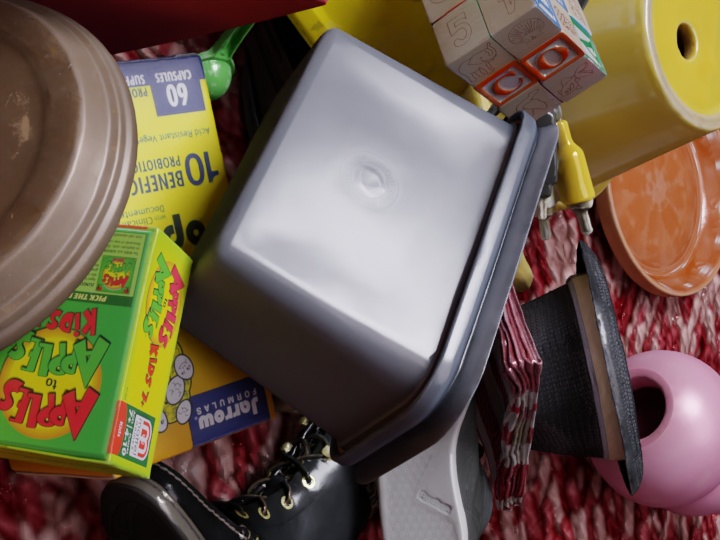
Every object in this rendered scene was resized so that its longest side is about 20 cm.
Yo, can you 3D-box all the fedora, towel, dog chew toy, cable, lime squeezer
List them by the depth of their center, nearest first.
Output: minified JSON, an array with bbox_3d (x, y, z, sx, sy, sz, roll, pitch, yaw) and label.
[{"bbox_3d":[-0.093,-0.093,0.710,0.037,0.071,0.202,13,110,-28],"label":"lime squeezer"},{"bbox_3d":[0.079,0.053,0.783,0.023,0.201,0.145,-12,55,-5],"label":"towel"},{"bbox_3d":[0.110,-0.119,0.808,0.050,0.096,0.202,-46,136,-81],"label":"cable"},{"bbox_3d":[0.140,0.075,0.864,0.201,0.091,0.203,-12,90,-82],"label":"fedora"},{"bbox_3d":[0.270,0.145,1.002,0.199,0.124,0.126,32,64,-44],"label":"dog chew toy"}]

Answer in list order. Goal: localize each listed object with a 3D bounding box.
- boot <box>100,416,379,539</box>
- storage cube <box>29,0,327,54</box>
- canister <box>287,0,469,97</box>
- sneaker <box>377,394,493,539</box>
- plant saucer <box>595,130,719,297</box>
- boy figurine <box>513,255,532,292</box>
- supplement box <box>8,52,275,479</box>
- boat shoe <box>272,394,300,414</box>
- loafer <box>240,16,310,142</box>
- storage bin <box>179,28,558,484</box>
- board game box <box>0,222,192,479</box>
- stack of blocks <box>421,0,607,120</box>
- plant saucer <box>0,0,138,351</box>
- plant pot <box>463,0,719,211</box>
[{"bbox_3d":[-0.059,0.135,0.717,0.154,0.073,0.204,-59,137,-32],"label":"boot"},{"bbox_3d":[-0.132,-0.219,0.601,0.199,0.178,0.173,11,76,-60],"label":"storage cube"},{"bbox_3d":[0.016,-0.195,0.768,0.149,0.086,0.201,49,26,-24],"label":"canister"},{"bbox_3d":[0.045,0.094,0.765,0.099,0.070,0.202,-1,90,-78],"label":"sneaker"},{"bbox_3d":[0.268,-0.077,1.083,0.199,0.032,0.203,6,82,-42],"label":"plant saucer"},{"bbox_3d":[0.053,-0.043,0.853,0.199,0.064,0.125,28,83,-39],"label":"boy figurine"},{"bbox_3d":[-0.136,-0.002,0.646,0.108,0.109,0.202,-16,96,-42],"label":"supplement box"},{"bbox_3d":[0.000,0.000,0.769,0.076,0.072,0.201,18,108,-54],"label":"boat shoe"},{"bbox_3d":[-0.048,-0.167,0.780,0.071,0.063,0.202,-14,94,-43],"label":"loafer"},{"bbox_3d":[-0.006,-0.016,0.624,0.134,0.146,0.201,32,56,-11],"label":"storage bin"},{"bbox_3d":[-0.184,0.027,0.545,0.048,0.198,0.103,54,44,-69],"label":"board game box"},{"bbox_3d":[0.074,-0.185,0.696,0.115,0.058,0.202,26,41,-49],"label":"stack of blocks"},{"bbox_3d":[-0.196,-0.046,0.534,0.030,0.198,0.202,69,37,-61],"label":"plant saucer"},{"bbox_3d":[0.168,-0.150,0.894,0.199,0.188,0.203,6,80,-41],"label":"plant pot"}]
